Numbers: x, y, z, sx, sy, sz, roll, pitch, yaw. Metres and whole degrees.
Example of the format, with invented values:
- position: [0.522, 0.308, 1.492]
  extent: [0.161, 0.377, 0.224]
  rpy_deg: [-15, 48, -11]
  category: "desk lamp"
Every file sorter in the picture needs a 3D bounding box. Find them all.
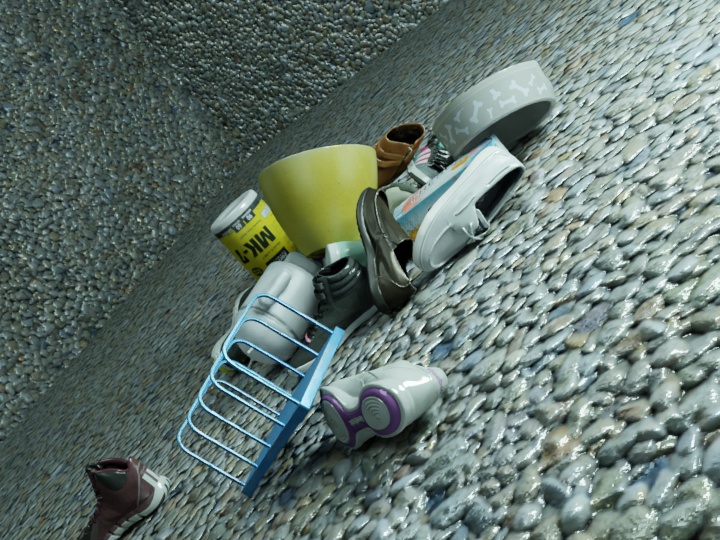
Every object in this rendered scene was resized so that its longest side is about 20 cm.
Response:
- position: [-0.129, 0.149, 1.022]
  extent: [0.201, 0.122, 0.139]
  rpy_deg: [-58, 3, 39]
  category: "file sorter"

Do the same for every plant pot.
- position: [-0.055, -0.102, 1.340]
  extent: [0.197, 0.144, 0.200]
  rpy_deg: [-13, -8, -2]
  category: "plant pot"

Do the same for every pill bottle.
- position: [-0.184, -0.046, 1.600]
  extent: [0.114, 0.200, 0.115]
  rpy_deg: [-38, 16, 14]
  category: "pill bottle"

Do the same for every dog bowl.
- position: [0.208, -0.234, 1.255]
  extent: [0.198, 0.059, 0.200]
  rpy_deg: [-26, -11, -5]
  category: "dog bowl"

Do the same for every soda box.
- position: [0.139, -0.112, 1.232]
  extent: [0.199, 0.068, 0.064]
  rpy_deg: [-37, 16, 24]
  category: "soda box"

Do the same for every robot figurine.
- position: [-0.131, 0.067, 1.337]
  extent: [0.201, 0.112, 0.171]
  rpy_deg: [-59, -21, -29]
  category: "robot figurine"

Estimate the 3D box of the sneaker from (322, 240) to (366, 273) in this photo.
- position: [0.000, 0.000, 1.329]
  extent: [0.116, 0.075, 0.201]
  rpy_deg: [-6, -11, -8]
  category: "sneaker"

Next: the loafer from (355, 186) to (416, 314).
- position: [0.045, -0.035, 1.187]
  extent: [0.071, 0.073, 0.203]
  rpy_deg: [-19, 62, 19]
  category: "loafer"

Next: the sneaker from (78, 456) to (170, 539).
- position: [-0.395, 0.352, 1.263]
  extent: [0.199, 0.116, 0.076]
  rpy_deg: [-41, 16, 8]
  category: "sneaker"

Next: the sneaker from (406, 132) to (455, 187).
- position: [0.145, -0.191, 1.406]
  extent: [0.121, 0.083, 0.200]
  rpy_deg: [-49, 14, 12]
  category: "sneaker"

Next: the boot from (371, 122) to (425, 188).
- position: [0.025, -0.181, 1.465]
  extent: [0.198, 0.077, 0.155]
  rpy_deg: [-26, -13, -30]
  category: "boot"

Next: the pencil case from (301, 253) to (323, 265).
- position: [-0.073, -0.080, 1.503]
  extent: [0.084, 0.093, 0.202]
  rpy_deg: [-18, 51, 19]
  category: "pencil case"

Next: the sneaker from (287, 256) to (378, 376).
- position: [-0.055, 0.060, 1.214]
  extent: [0.200, 0.099, 0.071]
  rpy_deg: [-44, 18, 2]
  category: "sneaker"

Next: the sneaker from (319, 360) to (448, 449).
- position: [0.024, 0.145, 0.913]
  extent: [0.099, 0.076, 0.199]
  rpy_deg: [-25, 3, -31]
  category: "sneaker"

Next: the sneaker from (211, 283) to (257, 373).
- position: [-0.196, 0.100, 1.512]
  extent: [0.084, 0.074, 0.202]
  rpy_deg: [-25, 33, 41]
  category: "sneaker"

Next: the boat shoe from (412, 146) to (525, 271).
- position: [0.151, -0.075, 1.132]
  extent: [0.200, 0.072, 0.068]
  rpy_deg: [-48, 44, -3]
  category: "boat shoe"

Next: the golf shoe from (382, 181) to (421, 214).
- position: [0.045, -0.081, 1.405]
  extent: [0.199, 0.077, 0.089]
  rpy_deg: [-32, 39, 51]
  category: "golf shoe"
